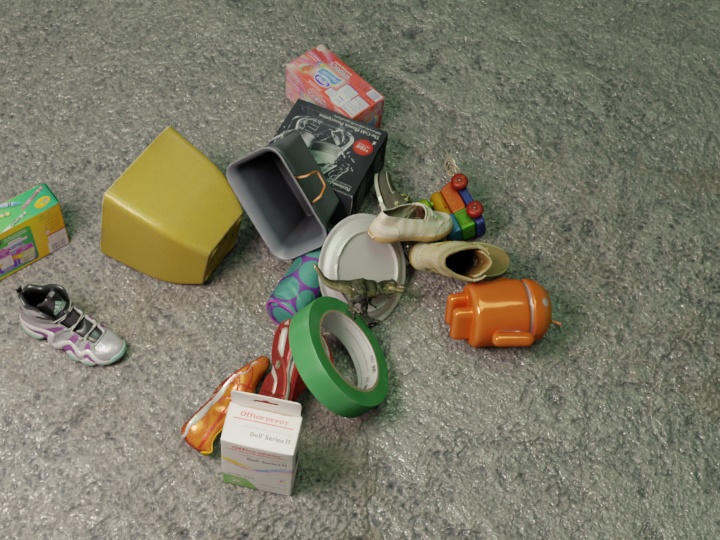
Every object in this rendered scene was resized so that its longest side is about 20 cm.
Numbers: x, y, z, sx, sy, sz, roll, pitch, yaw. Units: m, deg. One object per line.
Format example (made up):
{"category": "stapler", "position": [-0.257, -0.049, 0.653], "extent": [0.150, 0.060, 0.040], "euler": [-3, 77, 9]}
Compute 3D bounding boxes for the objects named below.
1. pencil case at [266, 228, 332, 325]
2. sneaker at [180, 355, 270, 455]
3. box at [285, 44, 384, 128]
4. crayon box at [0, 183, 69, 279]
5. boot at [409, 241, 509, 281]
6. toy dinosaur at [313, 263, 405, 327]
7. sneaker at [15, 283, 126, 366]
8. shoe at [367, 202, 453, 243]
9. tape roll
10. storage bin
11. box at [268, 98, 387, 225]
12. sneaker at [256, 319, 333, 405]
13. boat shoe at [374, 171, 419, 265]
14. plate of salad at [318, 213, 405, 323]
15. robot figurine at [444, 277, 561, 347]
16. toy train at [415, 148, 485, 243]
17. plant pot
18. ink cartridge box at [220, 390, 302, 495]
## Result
{"category": "pencil case", "position": [-0.088, 0.016, 1.719], "extent": [0.085, 0.093, 0.201], "euler": [-6, 40, 47]}
{"category": "sneaker", "position": [-0.212, 0.222, 1.585], "extent": [0.077, 0.073, 0.200], "euler": [44, 62, -5]}
{"category": "box", "position": [-0.055, -0.357, 1.976], "extent": [0.102, 0.095, 0.200], "euler": [-36, 65, -27]}
{"category": "crayon box", "position": [-0.620, -0.056, 1.689], "extent": [0.199, 0.119, 0.058], "euler": [-33, 64, -25]}
{"category": "boot", "position": [0.205, -0.016, 1.715], "extent": [0.198, 0.155, 0.074], "euler": [7, 92, -21]}
{"category": "toy dinosaur", "position": [-0.001, 0.045, 1.641], "extent": [0.198, 0.047, 0.089], "euler": [11, 56, -42]}
{"category": "sneaker", "position": [-0.488, 0.080, 1.595], "extent": [0.198, 0.141, 0.078], "euler": [18, 54, 7]}
{"category": "shoe", "position": [0.098, -0.088, 1.717], "extent": [0.198, 0.054, 0.070], "euler": [-11, 37, -42]}
{"category": "tape roll", "position": [-0.034, 0.141, 1.584], "extent": [0.200, 0.048, 0.202], "euler": [39, 33, -31]}
{"category": "storage bin", "position": [-0.119, -0.149, 1.713], "extent": [0.144, 0.201, 0.135], "euler": [-21, 20, 31]}
{"category": "box", "position": [-0.072, -0.208, 1.865], "extent": [0.198, 0.105, 0.183], "euler": [21, 57, 9]}
{"category": "sneaker", "position": [-0.099, 0.192, 1.601], "extent": [0.115, 0.078, 0.203], "euler": [20, 82, -37]}
{"category": "boat shoe", "position": [0.077, -0.106, 1.821], "extent": [0.060, 0.072, 0.204], "euler": [-25, 62, 15]}
{"category": "plate of salad", "position": [0.000, 0.000, 1.709], "extent": [0.200, 0.201, 0.048], "euler": [-42, 26, -29]}
{"category": "robot figurine", "position": [0.251, 0.073, 1.698], "extent": [0.197, 0.144, 0.118], "euler": [-4, 91, -8]}
{"category": "toy train", "position": [0.156, -0.140, 1.864], "extent": [0.115, 0.085, 0.201], "euler": [-22, 59, -5]}
{"category": "plant pot", "position": [-0.324, -0.091, 1.713], "extent": [0.199, 0.196, 0.195], "euler": [33, 57, 3]}
{"category": "ink cartridge box", "position": [-0.151, 0.266, 1.467], "extent": [0.116, 0.201, 0.068], "euler": [11, 54, 2]}
